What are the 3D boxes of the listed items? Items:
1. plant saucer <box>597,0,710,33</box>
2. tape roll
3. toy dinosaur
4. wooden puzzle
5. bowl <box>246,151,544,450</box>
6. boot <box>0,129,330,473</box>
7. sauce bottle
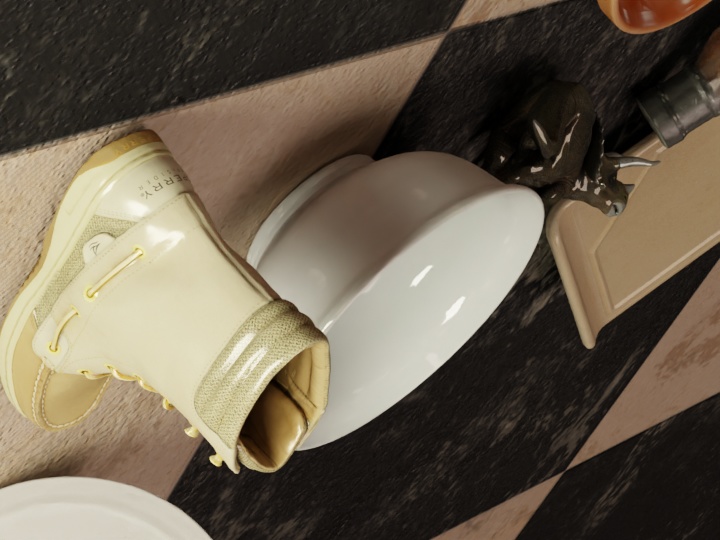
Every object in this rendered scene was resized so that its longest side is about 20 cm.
[{"bbox_3d":[0.209,-0.221,1.534,0.200,0.032,0.200,-38,159,-17],"label":"plant saucer"},{"bbox_3d":[-0.160,0.215,1.456,0.202,0.202,0.071,-35,159,-22],"label":"tape roll"},{"bbox_3d":[0.109,-0.077,1.604,0.102,0.077,0.200,-53,157,-9],"label":"toy dinosaur"},{"bbox_3d":[0.210,-0.053,1.843,0.200,0.037,0.185,-40,151,-8],"label":"wooden puzzle"},{"bbox_3d":[0.000,0.000,1.490,0.201,0.090,0.201,-38,160,-16],"label":"bowl"},{"bbox_3d":[-0.095,0.049,1.304,0.073,0.155,0.200,-25,153,-42],"label":"boot"},{"bbox_3d":[0.273,-0.149,1.734,0.200,0.066,0.066,-31,161,6],"label":"sauce bottle"}]
